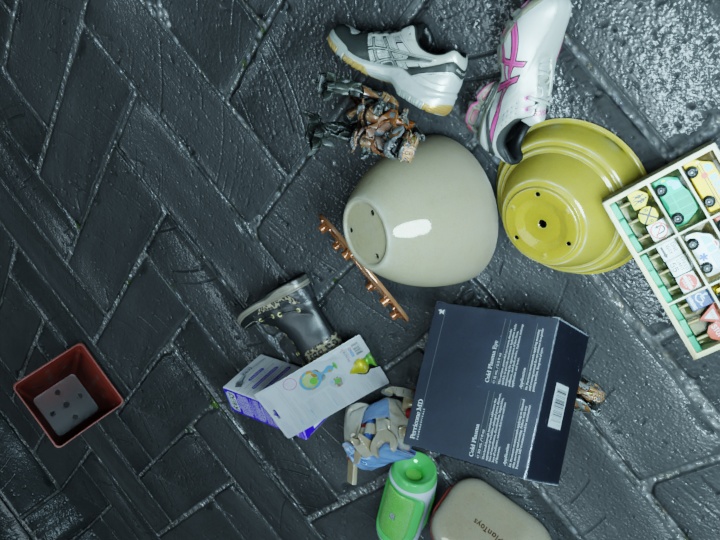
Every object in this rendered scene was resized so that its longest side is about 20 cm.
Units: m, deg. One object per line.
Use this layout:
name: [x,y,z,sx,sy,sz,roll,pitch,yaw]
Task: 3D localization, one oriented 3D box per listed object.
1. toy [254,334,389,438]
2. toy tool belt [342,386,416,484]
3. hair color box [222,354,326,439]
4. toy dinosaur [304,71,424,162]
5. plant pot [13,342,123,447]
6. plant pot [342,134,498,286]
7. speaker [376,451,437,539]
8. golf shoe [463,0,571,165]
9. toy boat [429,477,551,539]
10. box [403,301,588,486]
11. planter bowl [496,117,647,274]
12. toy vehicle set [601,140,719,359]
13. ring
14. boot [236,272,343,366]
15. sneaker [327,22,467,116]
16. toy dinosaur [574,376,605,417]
toy: [-0.065,0.188,1.268,0.200,0.047,0.115,-28,119,5]
toy tool belt: [0.043,0.280,1.239,0.125,0.123,0.200,28,143,-22]
hair color box: [-0.145,0.230,1.399,0.200,0.109,0.065,13,130,37]
toy dinosaur: [0.004,-0.189,0.946,0.200,0.135,0.102,-145,60,-66]
plant pot: [-0.782,0.344,2.014,0.200,0.200,0.176,54,150,1]
plant pot: [0.057,-0.064,0.968,0.200,0.134,0.201,28,126,46]
speaker: [0.080,0.409,1.329,0.088,0.088,0.200,31,133,24]
golf shoe: [0.186,-0.207,0.824,0.092,0.072,0.200,57,149,28]
toy boat: [0.214,0.435,1.217,0.200,0.131,0.131,34,165,23]
box: [0.176,0.155,0.984,0.182,0.104,0.201,8,78,39]
planter bowl: [0.228,-0.068,0.880,0.200,0.083,0.201,23,130,30]
toy vehicle set: [0.360,-0.019,0.793,0.124,0.027,0.200,-31,94,22]
ring: [0.000,0.000,1.091,0.201,0.019,0.200,50,178,3]
boot: [-0.124,0.103,1.327,0.200,0.073,0.151,-32,92,40]
sneaker: [0.049,-0.271,0.936,0.200,0.076,0.088,35,113,23]
toy dinosaur: [0.238,0.185,1.050,0.200,0.102,0.136,5,97,57]
